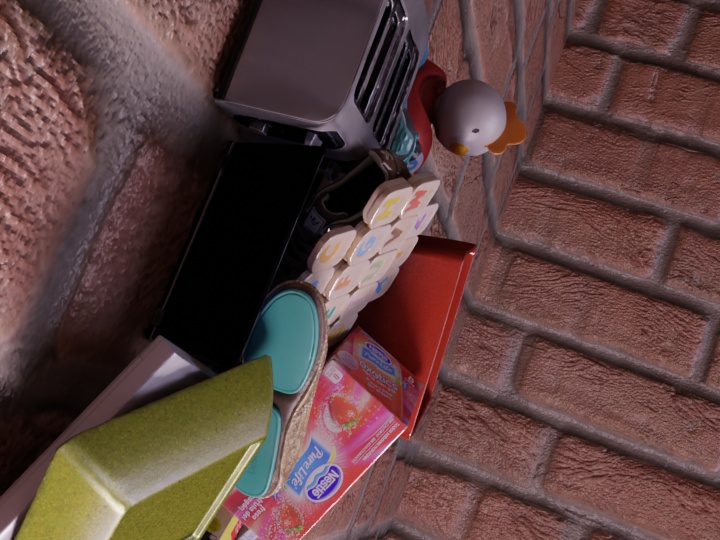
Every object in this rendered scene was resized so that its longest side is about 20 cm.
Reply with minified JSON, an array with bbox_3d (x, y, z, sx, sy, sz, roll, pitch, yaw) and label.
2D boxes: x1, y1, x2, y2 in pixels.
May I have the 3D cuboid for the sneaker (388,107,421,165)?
[{"bbox_3d":[0.032,-0.145,0.962,0.078,0.090,0.200,-65,-160,9],"label":"sneaker"}]

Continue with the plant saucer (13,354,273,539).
[{"bbox_3d":[-0.153,0.169,0.656,0.199,0.048,0.201,-20,148,-54],"label":"plant saucer"}]

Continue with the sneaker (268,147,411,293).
[{"bbox_3d":[-0.040,-0.034,0.799,0.200,0.070,0.076,-46,155,1],"label":"sneaker"}]

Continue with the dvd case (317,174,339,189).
[{"bbox_3d":[-0.044,-0.054,1.080,0.149,0.016,0.202,93,16,-58],"label":"dvd case"}]

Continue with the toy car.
[{"bbox_3d":[0.108,-0.183,1.135,0.185,0.197,0.178,84,24,-59],"label":"toy car"}]

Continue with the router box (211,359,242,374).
[{"bbox_3d":[-0.134,0.151,0.871,0.158,0.052,0.201,-55,174,-48],"label":"router box"}]

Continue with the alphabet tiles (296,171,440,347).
[{"bbox_3d":[0.000,0.000,0.806,0.195,0.015,0.201,-20,146,-56],"label":"alphabet tiles"}]

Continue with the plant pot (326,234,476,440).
[{"bbox_3d":[0.014,0.046,1.010,0.200,0.174,0.202,-22,129,-79],"label":"plant pot"}]

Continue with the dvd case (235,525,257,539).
[{"bbox_3d":[-0.108,0.274,1.123,0.200,0.017,0.143,-50,-172,46],"label":"dvd case"}]

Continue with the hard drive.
[{"bbox_3d":[-0.188,0.141,0.653,0.200,0.026,0.132,-46,162,-7],"label":"hard drive"}]

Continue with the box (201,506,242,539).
[{"bbox_3d":[-0.163,0.259,0.954,0.050,0.074,0.201,95,19,-46],"label":"box"}]

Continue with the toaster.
[{"bbox_3d":[-0.025,-0.192,0.803,0.181,0.117,0.202,44,66,-75],"label":"toaster"}]

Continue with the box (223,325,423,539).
[{"bbox_3d":[-0.040,0.167,0.886,0.200,0.094,0.103,-50,180,20],"label":"box"}]

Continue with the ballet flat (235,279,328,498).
[{"bbox_3d":[-0.064,0.092,0.742,0.065,0.070,0.202,-36,148,-63],"label":"ballet flat"}]

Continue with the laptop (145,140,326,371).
[{"bbox_3d":[-0.094,-0.004,0.790,0.200,0.115,0.189,56,55,-73],"label":"laptop"}]
